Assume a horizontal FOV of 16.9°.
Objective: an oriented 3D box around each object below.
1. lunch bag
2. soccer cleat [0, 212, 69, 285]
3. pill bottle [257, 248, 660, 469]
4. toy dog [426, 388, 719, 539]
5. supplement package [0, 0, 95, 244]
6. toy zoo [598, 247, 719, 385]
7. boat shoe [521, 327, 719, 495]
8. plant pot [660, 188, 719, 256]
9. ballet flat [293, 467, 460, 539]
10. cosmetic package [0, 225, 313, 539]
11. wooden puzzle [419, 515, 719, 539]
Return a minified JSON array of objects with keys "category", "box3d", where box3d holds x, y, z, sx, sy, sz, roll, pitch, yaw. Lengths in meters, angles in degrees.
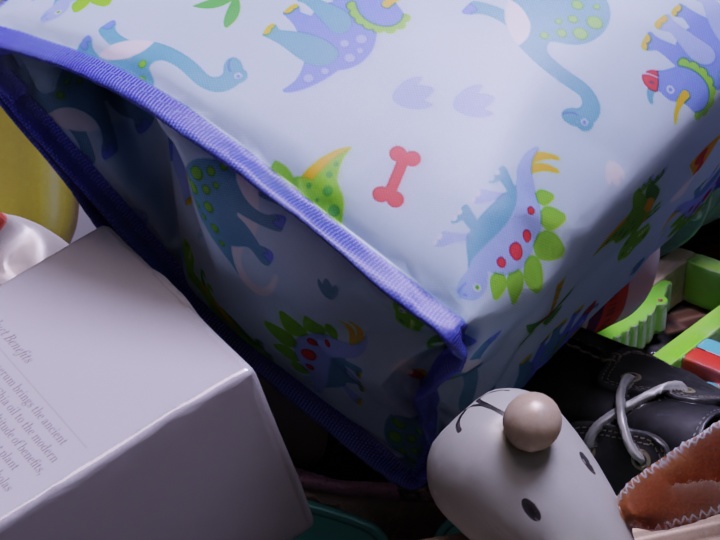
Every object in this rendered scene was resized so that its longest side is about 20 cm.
[{"category":"lunch bag","box3d":[0.002,-0.060,0.763,0.200,0.127,0.170,39,62,15]},{"category":"soccer cleat","box3d":[-0.194,0.021,0.895,0.200,0.078,0.069,-7,66,15]},{"category":"pill bottle","box3d":[0.000,0.000,0.867,0.200,0.113,0.112,-24,37,-20]},{"category":"toy dog","box3d":[0.105,0.093,0.621,0.200,0.096,0.132,21,52,5]},{"category":"supplement package","box3d":[-0.123,-0.104,0.971,0.152,0.200,0.151,-11,32,-22]},{"category":"toy zoo","box3d":[0.168,0.053,0.895,0.200,0.020,0.131,22,35,32]},{"category":"boat shoe","box3d":[0.095,0.053,0.783,0.200,0.068,0.072,24,65,6]},{"category":"plant pot","box3d":[0.102,-0.088,0.991,0.200,0.200,0.134,12,51,17]},{"category":"ballet flat","box3d":[0.022,0.098,0.773,0.200,0.069,0.071,12,6,18]},{"category":"cosmetic package","box3d":[-0.127,0.080,0.716,0.200,0.071,0.101,-32,40,-15]},{"category":"wooden puzzle","box3d":[0.099,0.146,0.665,0.200,0.037,0.185,-11,56,-18]}]
